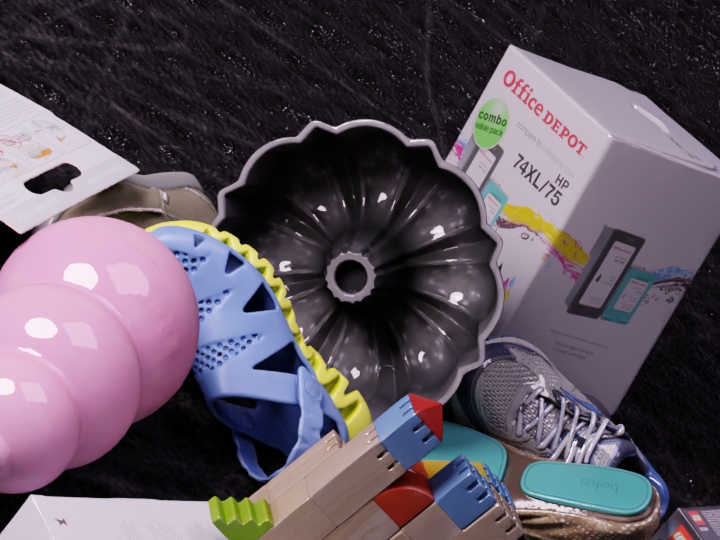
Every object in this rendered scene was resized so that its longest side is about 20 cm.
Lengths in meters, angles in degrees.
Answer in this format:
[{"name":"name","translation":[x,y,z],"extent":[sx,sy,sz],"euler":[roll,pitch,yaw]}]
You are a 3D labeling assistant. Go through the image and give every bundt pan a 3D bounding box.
[{"name":"bundt pan","translation":[0.000,0.000,1.655],"extent":[0.202,0.202,0.076],"euler":[41,12,4]}]

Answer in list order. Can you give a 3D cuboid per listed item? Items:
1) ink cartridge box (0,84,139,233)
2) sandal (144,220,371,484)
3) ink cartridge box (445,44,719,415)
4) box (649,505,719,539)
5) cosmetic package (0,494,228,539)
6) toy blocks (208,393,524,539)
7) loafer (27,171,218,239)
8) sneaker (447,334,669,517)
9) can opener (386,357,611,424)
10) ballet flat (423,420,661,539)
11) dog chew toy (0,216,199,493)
[{"name":"ink cartridge box","translation":[-0.256,-0.074,1.547],"extent":[0.199,0.047,0.160],"euler":[30,25,12]},{"name":"sandal","translation":[-0.073,0.056,1.572],"extent":[0.200,0.079,0.087],"euler":[48,35,-9]},{"name":"ink cartridge box","translation":[0.145,-0.029,1.836],"extent":[0.145,0.201,0.147],"euler":[16,21,-38]},{"name":"box","translation":[0.245,0.205,1.732],"extent":[0.199,0.110,0.035],"euler":[3,44,-49]},{"name":"cosmetic package","translation":[-0.091,0.211,1.360],"extent":[0.150,0.052,0.201],"euler":[11,38,-48]},{"name":"toy blocks","translation":[0.029,0.155,1.439],"extent":[0.200,0.136,0.100],"euler":[48,9,-22]},{"name":"loafer","translation":[-0.142,-0.019,1.623],"extent":[0.070,0.075,0.200],"euler":[43,26,16]},{"name":"sneaker","translation":[0.141,0.110,1.712],"extent":[0.200,0.077,0.085],"euler":[37,-9,-36]},{"name":"can opener","translation":[0.096,0.090,1.763],"extent":[0.199,0.067,0.053],"euler":[22,27,-45]},{"name":"ballet flat","translation":[0.096,0.150,1.662],"extent":[0.199,0.066,0.071],"euler":[16,43,18]},{"name":"dog chew toy","translation":[-0.170,0.053,1.435],"extent":[0.124,0.125,0.200],"euler":[38,34,-2]}]
